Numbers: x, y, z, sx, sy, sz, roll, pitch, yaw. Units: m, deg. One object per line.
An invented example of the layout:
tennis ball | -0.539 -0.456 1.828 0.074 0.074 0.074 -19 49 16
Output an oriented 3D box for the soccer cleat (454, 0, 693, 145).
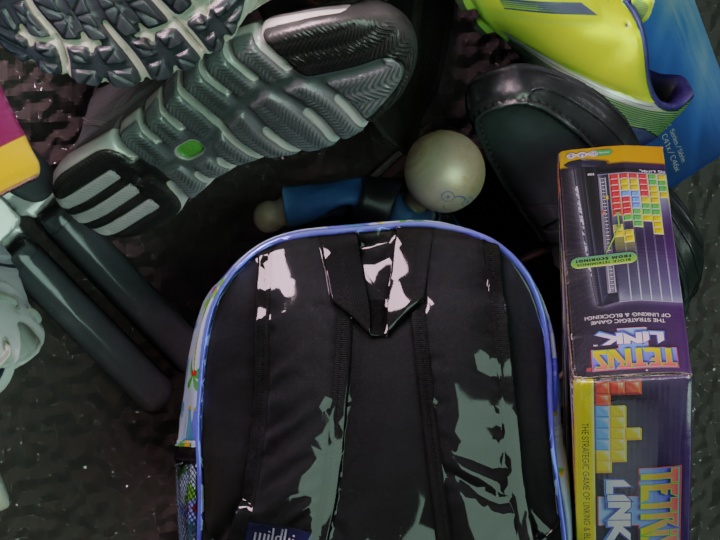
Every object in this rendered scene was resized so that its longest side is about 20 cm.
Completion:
soccer cleat | 0.101 -0.138 1.028 0.083 0.065 0.200 -29 128 17

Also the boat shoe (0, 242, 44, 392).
boat shoe | -0.177 0.025 0.889 0.073 0.200 0.067 -39 92 11

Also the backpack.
backpack | 0.002 0.078 0.943 0.181 0.147 0.202 -1 90 -3

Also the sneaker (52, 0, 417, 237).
sneaker | -0.061 -0.103 0.940 0.199 0.116 0.075 -23 133 28

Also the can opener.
can opener | -0.149 -0.008 0.992 0.053 0.067 0.200 -45 111 -9

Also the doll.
doll | 0.000 0.000 1.022 0.136 0.049 0.200 16 132 -28

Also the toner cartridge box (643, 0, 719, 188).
toner cartridge box | 0.136 -0.137 1.118 0.095 0.043 0.201 -33 115 -17

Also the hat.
hat | -0.011 -0.153 1.009 0.080 0.201 0.202 0 106 14

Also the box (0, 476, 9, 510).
box | -0.276 0.112 0.958 0.199 0.068 0.083 -24 112 -20

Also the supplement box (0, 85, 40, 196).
supplement box | -0.242 -0.097 0.851 0.103 0.131 0.201 -30 98 -35

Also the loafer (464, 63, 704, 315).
loafer | 0.119 -0.034 1.038 0.200 0.068 0.071 42 43 -41

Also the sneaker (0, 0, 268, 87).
sneaker | -0.068 -0.143 0.871 0.199 0.086 0.078 -18 123 -5

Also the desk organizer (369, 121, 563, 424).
desk organizer | 0.080 0.022 1.110 0.072 0.077 0.200 -41 117 -12

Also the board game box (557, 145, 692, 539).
board game box | 0.126 0.069 0.972 0.056 0.166 0.201 -3 130 4
